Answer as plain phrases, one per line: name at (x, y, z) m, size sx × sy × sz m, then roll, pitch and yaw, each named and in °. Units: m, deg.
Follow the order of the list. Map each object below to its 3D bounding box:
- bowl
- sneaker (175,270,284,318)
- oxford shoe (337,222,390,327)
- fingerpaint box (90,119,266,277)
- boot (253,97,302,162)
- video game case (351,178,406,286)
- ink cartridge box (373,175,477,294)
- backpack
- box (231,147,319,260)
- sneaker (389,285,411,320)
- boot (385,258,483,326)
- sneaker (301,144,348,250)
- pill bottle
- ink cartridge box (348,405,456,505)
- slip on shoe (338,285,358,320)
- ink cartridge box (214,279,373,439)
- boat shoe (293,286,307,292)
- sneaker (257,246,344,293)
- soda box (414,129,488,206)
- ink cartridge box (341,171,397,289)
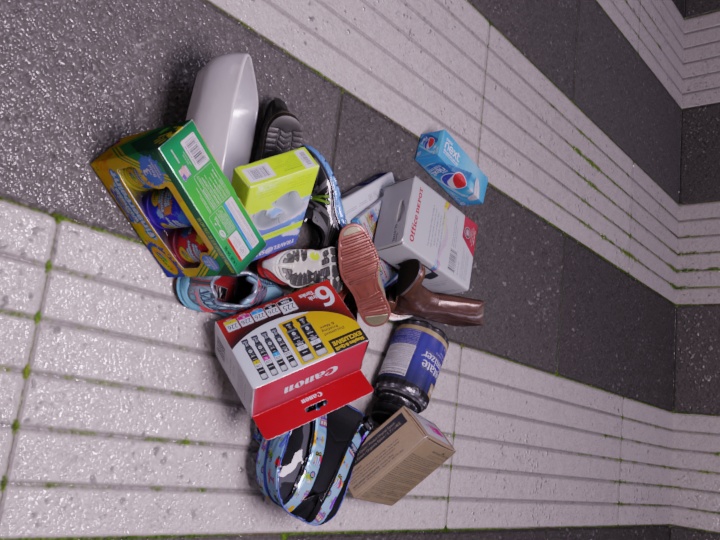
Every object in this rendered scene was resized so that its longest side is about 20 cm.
bowl at (-0.206, -0.204, 1.111) m, size 0.200 × 0.074 × 0.203 m, roll 104°, pitch -3°, yaw -77°
sneaker at (-0.180, 0.041, 1.161) m, size 0.199 × 0.095 × 0.081 m, roll 10°, pitch 80°, yaw -49°
oxford shoe at (0.000, 0.000, 1.313) m, size 0.074 × 0.070 × 0.202 m, roll -105°, pitch -179°, yaw -60°
fingerpaint box at (-0.248, -0.089, 1.033) m, size 0.074 × 0.165 × 0.201 m, roll -50°, pitch 125°, yaw -37°
boot at (-0.147, -0.174, 1.239) m, size 0.077 × 0.139 × 0.202 m, roll 18°, pitch 112°, yaw -21°
video game case at (0.064, -0.074, 1.462) m, size 0.200 × 0.018 × 0.145 m, roll -41°, pitch 119°, yaw -45°
ink cartridge box at (0.125, -0.063, 1.435) m, size 0.199 × 0.082 × 0.147 m, roll 32°, pitch 59°, yaw -36°
backpack at (-0.091, 0.296, 1.221) m, size 0.182 × 0.133 × 0.202 m, roll 42°, pitch 56°, yaw -41°
box at (-0.141, -0.085, 1.134) m, size 0.121 × 0.201 × 0.048 m, roll -23°, pitch 62°, yaw -32°
sneaker at (0.109, 0.041, 1.536) m, size 0.199 × 0.080 × 0.072 m, roll -33°, pitch 96°, yaw -24°
boot at (0.158, 0.050, 1.412) m, size 0.197 × 0.187 × 0.065 m, roll 15°, pitch 65°, yaw -12°
sneaker at (-0.075, -0.119, 1.309) m, size 0.082 × 0.071 × 0.202 m, roll -16°, pitch 94°, yaw -6°
pill bottle at (0.092, 0.205, 1.466) m, size 0.112 × 0.111 × 0.202 m, roll 48°, pitch 53°, yaw -37°
ink cartridge box at (0.066, 0.335, 1.352) m, size 0.164 × 0.075 × 0.200 m, roll -41°, pitch 150°, yaw 3°
slip on shoe at (-0.044, 0.114, 1.348) m, size 0.074 × 0.061 × 0.202 m, roll 37°, pitch 61°, yaw -44°
ink cartridge box at (-0.094, 0.131, 1.146) m, size 0.198 × 0.176 × 0.084 m, roll -21°, pitch 147°, yaw -26°
boat shoe at (-0.097, 0.089, 1.282) m, size 0.201 × 0.063 × 0.074 m, roll -53°, pitch 125°, yaw -40°
sneaker at (-0.095, -0.006, 1.262) m, size 0.199 × 0.084 × 0.078 m, roll 13°, pitch 82°, yaw -57°
soda box at (0.204, -0.222, 1.668) m, size 0.200 × 0.064 × 0.069 m, roll 37°, pitch 60°, yaw -42°
ink cartridge box at (0.020, -0.063, 1.452) m, size 0.199 × 0.040 × 0.202 m, roll -34°, pitch 113°, yaw -47°
